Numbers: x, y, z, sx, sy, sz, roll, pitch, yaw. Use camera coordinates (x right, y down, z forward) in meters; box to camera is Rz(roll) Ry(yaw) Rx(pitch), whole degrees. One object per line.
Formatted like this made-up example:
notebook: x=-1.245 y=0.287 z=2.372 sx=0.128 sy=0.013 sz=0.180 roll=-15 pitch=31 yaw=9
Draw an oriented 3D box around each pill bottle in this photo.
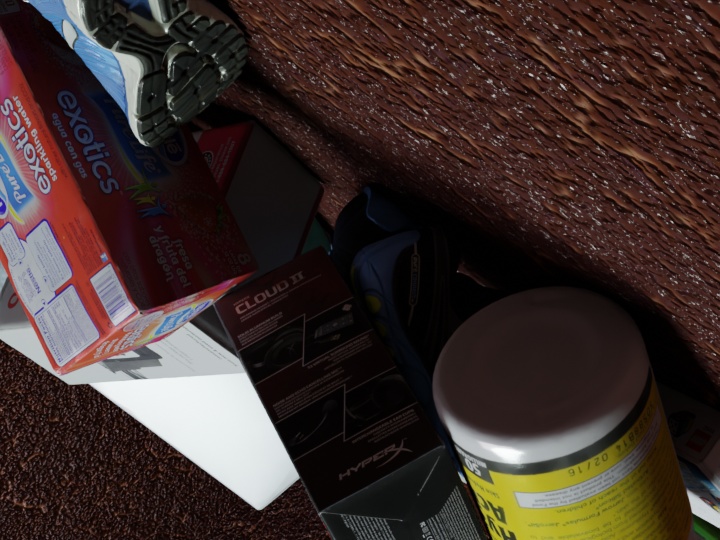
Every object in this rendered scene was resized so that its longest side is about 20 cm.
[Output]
pill bottle: x=0.116 y=0.115 z=0.878 sx=0.111 sy=0.111 sz=0.200 roll=29 pitch=152 yaw=45

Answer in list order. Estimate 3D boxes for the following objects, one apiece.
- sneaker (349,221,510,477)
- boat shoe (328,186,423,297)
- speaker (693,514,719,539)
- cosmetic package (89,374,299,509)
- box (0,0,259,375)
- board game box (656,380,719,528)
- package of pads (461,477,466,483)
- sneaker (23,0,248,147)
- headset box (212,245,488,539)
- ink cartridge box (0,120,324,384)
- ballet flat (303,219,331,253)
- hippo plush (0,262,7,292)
sneaker: x=0.063 y=0.053 z=0.971 sx=0.200 sy=0.082 sz=0.071 roll=63 pitch=179 yaw=-37
boat shoe: x=0.000 y=0.000 z=1.061 sx=0.084 sy=0.069 sz=0.200 roll=35 pitch=172 yaw=17
speaker: x=0.237 y=0.216 z=1.227 sx=0.200 sy=0.089 sz=0.088 roll=39 pitch=172 yaw=-15
cosmetic package: x=-0.112 y=0.053 z=1.371 sx=0.199 sy=0.123 sz=0.200 roll=40 pitch=-157 yaw=-19
box: x=-0.158 y=-0.056 z=0.939 sx=0.100 sy=0.095 sz=0.201 roll=-34 pitch=80 yaw=44
board game box: x=0.172 y=0.098 z=0.996 sx=0.126 sy=0.035 sz=0.200 roll=45 pitch=169 yaw=-37
package of pads: x=0.078 y=0.138 z=1.535 sx=0.200 sy=0.068 sz=0.154 roll=41 pitch=171 yaw=-21
sneaker: x=-0.119 y=-0.136 z=0.835 sx=0.089 sy=0.078 sz=0.200 roll=45 pitch=169 yaw=22
headset box: x=-0.003 y=0.095 z=0.927 sx=0.200 sy=0.077 sz=0.149 roll=59 pitch=175 yaw=49
ink cartridge box: x=-0.139 y=-0.008 z=1.109 sx=0.199 sy=0.146 sz=0.083 roll=-6 pitch=145 yaw=42
ballet flat: x=-0.040 y=0.003 z=1.257 sx=0.068 sy=0.068 sz=0.200 roll=-3 pitch=143 yaw=30
hippo plush: x=-0.326 y=-0.015 z=1.153 sx=0.199 sy=0.160 sz=0.161 roll=21 pitch=169 yaw=24
